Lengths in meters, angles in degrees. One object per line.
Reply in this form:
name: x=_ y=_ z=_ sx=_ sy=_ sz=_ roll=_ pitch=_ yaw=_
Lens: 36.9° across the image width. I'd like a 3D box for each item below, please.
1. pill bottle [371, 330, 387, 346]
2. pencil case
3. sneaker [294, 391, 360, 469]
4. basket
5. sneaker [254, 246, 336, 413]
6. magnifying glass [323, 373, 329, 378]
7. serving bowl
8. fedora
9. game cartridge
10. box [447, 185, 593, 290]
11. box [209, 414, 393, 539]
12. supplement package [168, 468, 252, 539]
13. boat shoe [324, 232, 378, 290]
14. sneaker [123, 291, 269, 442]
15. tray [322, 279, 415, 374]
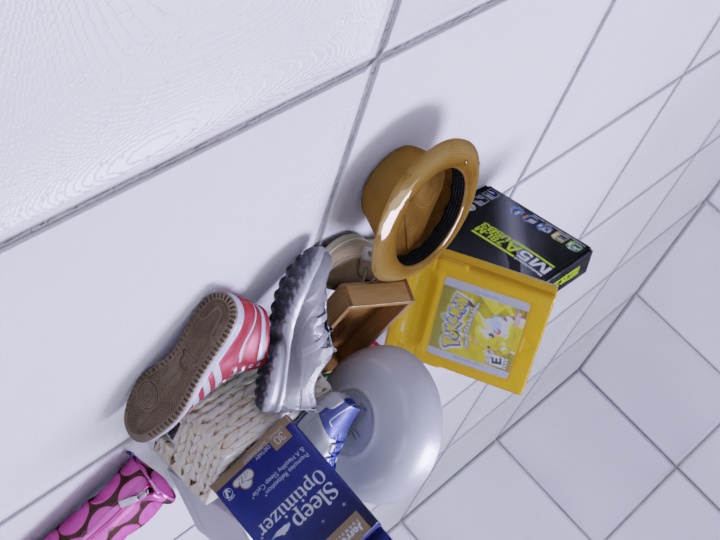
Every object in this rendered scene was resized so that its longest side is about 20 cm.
pill bottle: x=0.008 y=0.114 z=1.557 sx=0.200 sy=0.112 sz=0.112 roll=-50 pitch=161 yaw=16
pencil case: x=-0.323 y=0.318 z=1.322 sx=0.200 sy=0.091 sz=0.094 roll=-44 pitch=-163 yaw=-8
sneaker: x=-0.054 y=0.250 z=1.312 sx=0.200 sy=0.115 sz=0.080 roll=-49 pitch=162 yaw=9
basket: x=-0.146 y=0.172 z=1.328 sx=0.199 sy=0.123 sz=0.136 roll=-30 pitch=157 yaw=-38
sneaker: x=-0.064 y=0.071 z=1.266 sx=0.081 sy=0.075 sz=0.203 roll=14 pitch=94 yaw=-23
magnifying glass: x=-0.055 y=0.163 z=1.494 sx=0.197 sy=0.022 sz=0.081 roll=-9 pitch=118 yaw=-5
serving bowl: x=0.008 y=0.192 z=1.358 sx=0.065 sy=0.201 sz=0.201 roll=13 pitch=123 yaw=-47
fedora: x=0.058 y=-0.083 z=1.283 sx=0.200 sy=0.082 sz=0.202 roll=-36 pitch=149 yaw=-26
game cartridge: x=0.139 y=0.064 z=1.409 sx=0.033 sy=0.198 sz=0.178 roll=-64 pitch=168 yaw=-52
box: x=0.192 y=-0.028 z=1.509 sx=0.192 sy=0.199 sz=0.048 roll=-26 pitch=140 yaw=-41
box: x=-0.064 y=0.277 z=1.216 sx=0.121 sy=0.200 sz=0.032 roll=-42 pitch=160 yaw=-6
supplement package: x=-0.150 y=0.312 z=1.461 sx=0.116 sy=0.199 sz=0.118 roll=-34 pitch=119 yaw=-27
boat shoe: x=0.000 y=0.000 z=1.367 sx=0.072 sy=0.065 sz=0.199 roll=-51 pitch=161 yaw=19
sneaker: x=-0.177 y=0.114 z=1.219 sx=0.201 sy=0.071 sz=0.112 roll=-51 pitch=158 yaw=11
tray: x=-0.023 y=0.075 z=1.375 sx=0.098 sy=0.037 sz=0.200 roll=-5 pitch=153 yaw=-33
